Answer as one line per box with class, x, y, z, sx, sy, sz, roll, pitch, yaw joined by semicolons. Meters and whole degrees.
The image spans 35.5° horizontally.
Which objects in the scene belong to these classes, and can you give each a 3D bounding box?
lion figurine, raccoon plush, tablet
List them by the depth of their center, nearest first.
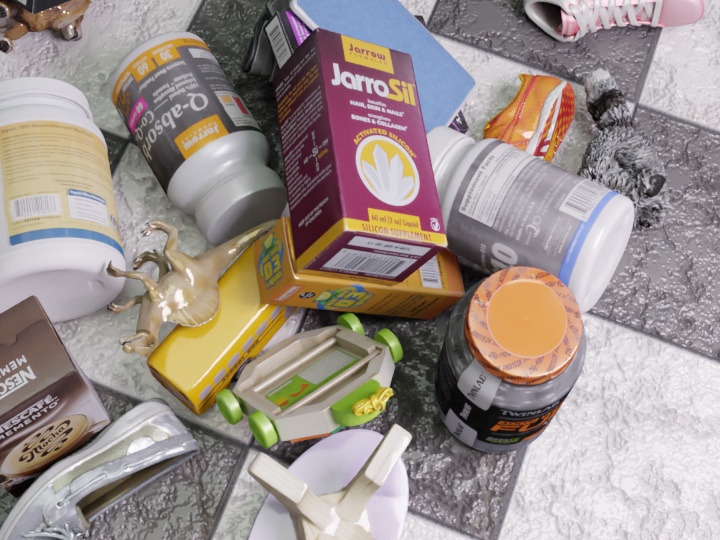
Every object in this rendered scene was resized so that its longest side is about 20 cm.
tablet;0.027;-0.227;1.142;0.200;0.014;0.131;45;47;-8
raccoon plush;0.226;-0.095;1.148;0.132;0.097;0.202;-19;53;1
lion figurine;-0.397;-0.277;1.207;0.196;0.074;0.123;5;33;8

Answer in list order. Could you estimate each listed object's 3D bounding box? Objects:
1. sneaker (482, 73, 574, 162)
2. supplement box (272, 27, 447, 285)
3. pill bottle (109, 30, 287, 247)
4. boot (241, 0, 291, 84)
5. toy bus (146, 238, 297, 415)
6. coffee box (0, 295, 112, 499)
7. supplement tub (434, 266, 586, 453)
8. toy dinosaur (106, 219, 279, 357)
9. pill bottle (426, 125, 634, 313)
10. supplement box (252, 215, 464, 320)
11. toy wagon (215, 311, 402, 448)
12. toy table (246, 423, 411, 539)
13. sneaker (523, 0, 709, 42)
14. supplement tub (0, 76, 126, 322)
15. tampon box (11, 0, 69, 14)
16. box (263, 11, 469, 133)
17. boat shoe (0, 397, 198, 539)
sneaker;0.153;-0.115;1.164;0.076;0.073;0.202;17;65;35
supplement box;-0.003;-0.100;1.000;0.109;0.085;0.203;8;61;-33
pill bottle;-0.160;-0.131;1.128;0.115;0.117;0.201;-29;70;-13
boot;-0.066;-0.182;1.152;0.130;0.070;0.203;23;53;-23
toy bus;-0.113;0.040;1.076;0.065;0.079;0.200;36;71;13
coffee box;-0.290;0.117;0.974;0.112;0.201;0.080;-31;70;-13
supplement tub;0.131;0.080;0.998;0.120;0.201;0.125;0;67;0
toy dinosaur;-0.165;0.005;1.037;0.101;0.059;0.200;37;59;12
pill bottle;0.140;-0.052;1.036;0.198;0.114;0.114;27;68;23
supplement box;0.000;0.000;1.052;0.197;0.066;0.070;8;62;-33
toy wagon;-0.034;0.104;1.002;0.154;0.199;0.040;-31;115;-22
toy table;-0.022;0.225;0.967;0.181;0.117;0.203;23;72;-3
sneaker;0.271;-0.285;1.223;0.197;0.076;0.106;21;63;16
supplement tub;-0.308;-0.066;1.081;0.142;0.145;0.203;-12;68;-6
tampon box;-0.324;-0.381;1.180;0.149;0.128;0.200;31;35;11
box;0.010;-0.193;1.142;0.198;0.036;0.145;-9;72;-40
boat shoe;-0.239;0.200;1.010;0.201;0.075;0.065;-39;68;-23
